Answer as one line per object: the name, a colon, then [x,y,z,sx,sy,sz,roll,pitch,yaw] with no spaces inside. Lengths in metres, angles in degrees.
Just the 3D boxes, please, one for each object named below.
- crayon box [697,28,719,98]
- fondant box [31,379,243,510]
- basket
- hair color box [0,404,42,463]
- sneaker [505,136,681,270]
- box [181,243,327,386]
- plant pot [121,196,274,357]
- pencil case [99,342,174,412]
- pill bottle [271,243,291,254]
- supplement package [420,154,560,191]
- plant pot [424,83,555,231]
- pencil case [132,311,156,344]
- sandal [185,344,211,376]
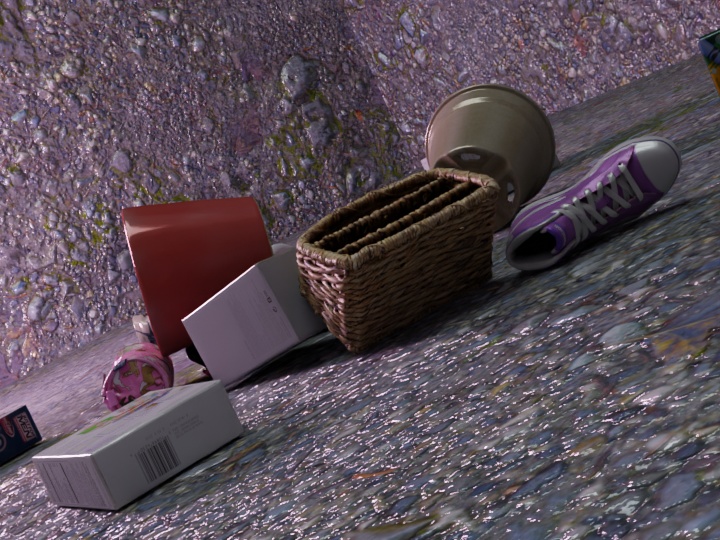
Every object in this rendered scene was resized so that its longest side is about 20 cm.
crayon box: [0.536,-0.272,1.524,0.198,0.127,0.052,-23,6,22]
fondant box: [-0.218,0.168,1.183,0.143,0.059,0.199,-29,7,-30]
basket: [0.031,-0.040,1.279,0.199,0.143,0.150,-28,-36,-19]
hair color box: [-0.568,0.270,1.759,0.099,0.061,0.199,-19,9,47]
sneaker: [0.234,-0.058,1.240,0.200,0.073,0.114,-34,5,24]
box: [-0.098,0.045,1.418,0.124,0.098,0.200,-28,-3,-39]
plant pot: [-0.206,-0.006,1.620,0.175,0.203,0.200,-16,4,-9]
pencil case: [-0.291,0.143,1.613,0.083,0.086,0.200,-58,7,-1]
pill bottle: [-0.178,0.038,1.910,0.199,0.110,0.109,-21,7,36]
supplement package: [0.231,-0.192,2.175,0.199,0.118,0.117,-29,6,-24]
plant pot: [0.173,-0.144,1.762,0.199,0.202,0.184,-23,18,23]
pencil case: [-0.338,0.085,2.321,0.198,0.078,0.090,-25,26,3]
sandal: [-0.179,0.116,1.604,0.075,0.045,0.200,-32,21,-11]
